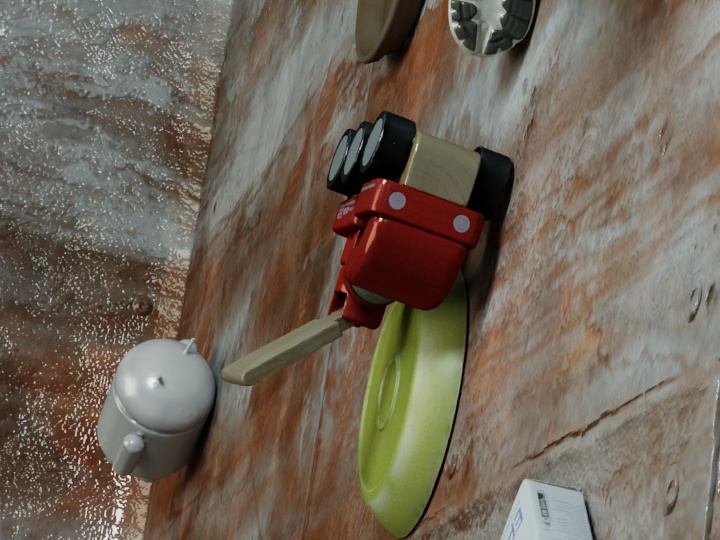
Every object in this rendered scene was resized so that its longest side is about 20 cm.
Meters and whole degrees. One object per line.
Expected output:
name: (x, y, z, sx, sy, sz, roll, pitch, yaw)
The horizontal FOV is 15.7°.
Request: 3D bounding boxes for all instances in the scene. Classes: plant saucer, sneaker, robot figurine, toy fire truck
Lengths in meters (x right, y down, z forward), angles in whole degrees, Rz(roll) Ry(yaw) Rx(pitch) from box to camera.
plant saucer: (0.035, -0.274, 2.241, 0.200, 0.029, 0.201, -168, 90, -78)
sneaker: (0.094, -0.249, 1.805, 0.085, 0.076, 0.201, -113, 37, -80)
robot figurine: (-0.226, 0.153, 2.883, 0.200, 0.112, 0.170, 115, 179, -49)
plant saucer: (0.032, 0.090, 1.865, 0.200, 0.031, 0.201, -169, 90, -79)
toy fire truck: (0.000, 0.000, 1.801, 0.176, 0.128, 0.201, 168, 121, -77)

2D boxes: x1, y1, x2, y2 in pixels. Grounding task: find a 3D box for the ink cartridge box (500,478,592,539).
ink cartridge box: (0.086, 0.248, 1.397, 0.200, 0.040, 0.201, -99, 23, -61)
